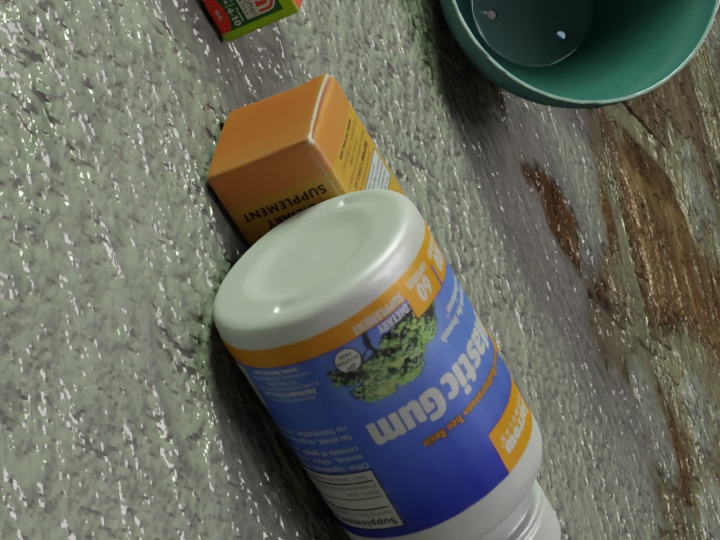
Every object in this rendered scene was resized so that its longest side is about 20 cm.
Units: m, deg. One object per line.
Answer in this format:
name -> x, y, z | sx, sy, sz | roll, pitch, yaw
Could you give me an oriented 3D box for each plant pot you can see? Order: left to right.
plant pot -> 0.139, -0.204, 1.422 | 0.135, 0.199, 0.201 | 150, -78, -77

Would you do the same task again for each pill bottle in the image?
pill bottle -> 0.021, 0.070, 0.982 | 0.200, 0.112, 0.112 | 59, 25, -25

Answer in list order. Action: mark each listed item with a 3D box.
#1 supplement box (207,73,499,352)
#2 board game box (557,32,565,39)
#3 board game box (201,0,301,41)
supplement box -> 0.000, 0.000, 1.050 | 0.200, 0.066, 0.069 | 56, 26, -30
board game box -> 0.157, -0.224, 1.641 | 0.200, 0.034, 0.136 | 25, 49, -61
board game box -> -0.091, -0.232, 1.051 | 0.200, 0.047, 0.102 | 58, 25, -28
